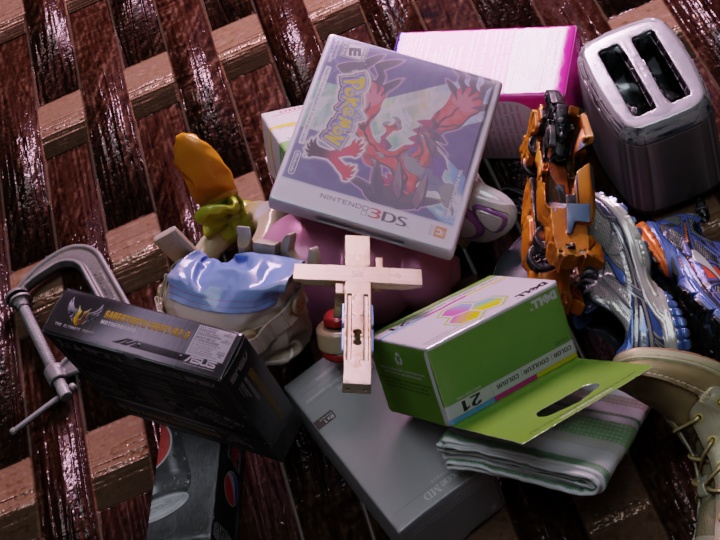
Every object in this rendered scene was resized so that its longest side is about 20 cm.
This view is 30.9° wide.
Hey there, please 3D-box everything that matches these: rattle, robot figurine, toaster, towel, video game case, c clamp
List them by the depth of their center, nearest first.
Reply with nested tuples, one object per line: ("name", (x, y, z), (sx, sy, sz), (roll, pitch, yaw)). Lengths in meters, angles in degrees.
("towel", (0.170, 0.130, 1.134), (0.148, 0.031, 0.200), (11, 24, 25))
("robot figurine", (0.180, -0.065, 1.193), (0.058, 0.145, 0.201), (6, 55, -5))
("video game case", (0.027, -0.123, 1.251), (0.181, 0.023, 0.201), (16, 63, 4))
("toaster", (0.286, -0.152, 1.288), (0.113, 0.129, 0.201), (-21, 52, 6))
("rattle", (-0.171, -0.019, 1.345), (0.129, 0.143, 0.201), (14, 58, 36))
("c clamp", (-0.335, 0.060, 1.428), (0.170, 0.027, 0.201), (-29, 52, -1))

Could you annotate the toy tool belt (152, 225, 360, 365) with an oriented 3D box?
("toy tool belt", (-0.093, 0.019, 1.191), (0.198, 0.124, 0.125), (1, 25, 20))

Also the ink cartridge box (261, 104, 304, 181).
("ink cartridge box", (-0.037, -0.130, 1.363), (0.116, 0.068, 0.200), (-12, 23, -10))

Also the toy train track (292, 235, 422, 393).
("toy train track", (-0.003, 0.041, 1.119), (0.114, 0.033, 0.201), (3, 37, -2))

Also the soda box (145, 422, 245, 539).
("soda box", (-0.154, 0.181, 1.254), (0.070, 0.063, 0.201), (-8, 53, 14))

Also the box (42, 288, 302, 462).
("box", (-0.167, 0.095, 1.178), (0.199, 0.159, 0.049), (13, 62, 27))

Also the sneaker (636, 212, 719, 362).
("sneaker", (0.325, 0.013, 1.195), (0.078, 0.076, 0.201), (-27, 53, -5))

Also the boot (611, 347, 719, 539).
("boot", (0.284, 0.163, 1.067), (0.199, 0.073, 0.156), (25, 66, -7))

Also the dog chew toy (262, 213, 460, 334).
("dog chew toy", (0.000, 0.000, 1.295), (0.198, 0.125, 0.125), (-1, 55, 10))

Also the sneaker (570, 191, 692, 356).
("sneaker", (0.229, 0.011, 1.206), (0.085, 0.077, 0.201), (-18, 58, -8))

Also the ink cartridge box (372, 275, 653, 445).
("ink cartridge box", (0.121, 0.068, 1.086), (0.147, 0.076, 0.200), (-25, 13, -26))

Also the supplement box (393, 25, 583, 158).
("supplement box", (0.135, -0.187, 1.385), (0.198, 0.101, 0.104), (3, 56, 21))

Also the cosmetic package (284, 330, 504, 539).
("cosmetic package", (0.029, 0.160, 1.188), (0.107, 0.090, 0.200), (-36, 49, -12))

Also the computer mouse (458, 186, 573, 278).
("computer mouse", (0.147, -0.014, 1.281), (0.139, 0.046, 0.201), (14, 55, 29))

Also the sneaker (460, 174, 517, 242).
("sneaker", (0.095, -0.090, 1.323), (0.100, 0.075, 0.199), (-46, 35, -18))
